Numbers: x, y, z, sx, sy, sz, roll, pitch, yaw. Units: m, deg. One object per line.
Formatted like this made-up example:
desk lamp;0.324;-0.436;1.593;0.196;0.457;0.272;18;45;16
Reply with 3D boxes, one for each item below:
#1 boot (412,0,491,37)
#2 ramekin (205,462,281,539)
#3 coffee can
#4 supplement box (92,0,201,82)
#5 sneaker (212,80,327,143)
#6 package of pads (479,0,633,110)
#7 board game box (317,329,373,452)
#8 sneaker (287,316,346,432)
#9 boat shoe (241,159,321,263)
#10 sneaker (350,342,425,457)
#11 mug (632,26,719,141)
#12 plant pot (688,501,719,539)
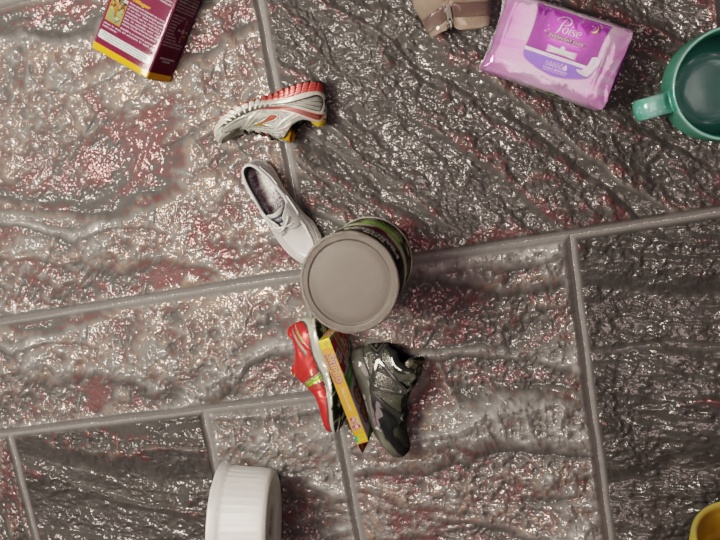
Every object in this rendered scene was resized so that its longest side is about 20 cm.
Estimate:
boot;0.172;-0.441;1.048;0.197;0.070;0.148;-12;104;13
ramekin;-0.195;0.436;1.204;0.096;0.201;0.204;0;100;3
coffee can;0.000;0.000;1.083;0.144;0.200;0.149;2;101;9
supplement box;-0.334;-0.424;1.127;0.109;0.086;0.202;29;104;5
sneaker;-0.147;-0.241;1.131;0.197;0.078;0.083;-15;98;13
package of pads;0.287;-0.326;1.036;0.197;0.076;0.122;20;104;6
board game box;-0.015;0.196;1.175;0.030;0.096;0.203;-16;97;15
sneaker;-0.076;0.180;1.205;0.084;0.077;0.203;-14;91;24
boat shoe;-0.131;-0.095;1.158;0.071;0.069;0.202;-26;94;14
sneaker;0.065;0.213;1.174;0.113;0.076;0.202;-17;91;19
mug;0.492;-0.265;0.990;0.182;0.114;0.154;18;103;7
plant pot;0.604;0.496;1.075;0.197;0.201;0.192;2;115;10
